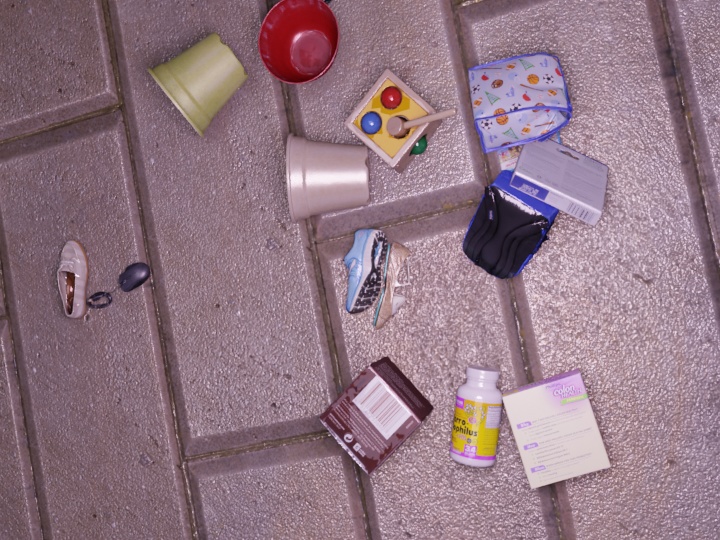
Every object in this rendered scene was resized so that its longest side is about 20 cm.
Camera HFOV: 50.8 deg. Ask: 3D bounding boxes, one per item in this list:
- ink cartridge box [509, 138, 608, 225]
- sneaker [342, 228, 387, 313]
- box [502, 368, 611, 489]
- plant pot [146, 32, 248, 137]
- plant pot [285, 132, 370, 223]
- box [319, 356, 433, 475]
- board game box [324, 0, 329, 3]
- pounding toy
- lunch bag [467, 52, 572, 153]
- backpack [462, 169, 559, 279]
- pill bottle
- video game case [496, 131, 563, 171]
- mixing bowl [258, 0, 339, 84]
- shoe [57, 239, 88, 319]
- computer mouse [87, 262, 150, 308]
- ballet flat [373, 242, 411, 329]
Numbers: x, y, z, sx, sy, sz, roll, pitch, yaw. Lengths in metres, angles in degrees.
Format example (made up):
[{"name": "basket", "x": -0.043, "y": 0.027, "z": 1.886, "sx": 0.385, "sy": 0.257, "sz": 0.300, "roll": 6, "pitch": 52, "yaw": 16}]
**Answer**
[{"name": "ink cartridge box", "x": 0.422, "y": -0.199, "z": 1.600, "sx": 0.196, "sy": 0.201, "sz": 0.041, "roll": 26, "pitch": 131, "yaw": 5}, {"name": "sneaker", "x": 0.000, "y": 0.000, "z": 1.760, "sx": 0.089, "sy": 0.078, "sz": 0.205, "roll": 18, "pitch": 96, "yaw": 37}, {"name": "box", "x": 0.417, "y": 0.336, "z": 1.625, "sx": 0.172, "sy": 0.097, "sz": 0.204, "roll": -19, "pitch": 85, "yaw": 13}, {"name": "plant pot", "x": -0.375, "y": -0.457, "z": 1.806, "sx": 0.184, "sy": 0.200, "sz": 0.201, "roll": -41, "pitch": 80, "yaw": -2}, {"name": "plant pot", "x": -0.068, "y": -0.212, "z": 1.725, "sx": 0.179, "sy": 0.200, "sz": 0.206, "roll": -2, "pitch": 88, "yaw": 2}, {"name": "box", "x": 0.040, "y": 0.313, "z": 1.665, "sx": 0.166, "sy": 0.200, "sz": 0.165, "roll": 45, "pitch": 99, "yaw": 11}, {"name": "board game box", "x": -0.094, "y": -0.715, "z": 1.813, "sx": 0.199, "sy": 0.028, "sz": 0.136, "roll": -38, "pitch": 80, "yaw": 11}, {"name": "pounding toy", "x": 0.095, "y": -0.333, "z": 1.698, "sx": 0.200, "sy": 0.142, "sz": 0.185, "roll": 42, "pitch": 98, "yaw": 11}, {"name": "lunch bag", "x": 0.339, "y": -0.360, "z": 1.606, "sx": 0.196, "sy": 0.124, "sz": 0.173, "roll": -14, "pitch": 55, "yaw": 16}, {"name": "backpack", "x": 0.326, "y": -0.092, "z": 1.627, "sx": 0.161, "sy": 0.167, "sz": 0.202, "roll": 35, "pitch": 129, "yaw": 16}, {"name": "pill bottle", "x": 0.256, "y": 0.317, "z": 1.661, "sx": 0.102, "sy": 0.104, "sz": 0.205, "roll": 7, "pitch": 90, "yaw": 14}, {"name": "video game case", "x": 0.363, "y": -0.332, "z": 1.696, "sx": 0.140, "sy": 0.018, "sz": 0.205, "roll": -13, "pitch": 85, "yaw": 13}, {"name": "mixing bowl", "x": -0.131, "y": -0.526, "z": 1.776, "sx": 0.195, "sy": 0.108, "sz": 0.206, "roll": 0, "pitch": 89, "yaw": 13}, {"name": "shoe", "x": -0.736, "y": 0.022, "z": 1.939, "sx": 0.068, "sy": 0.053, "sz": 0.205, "roll": -6, "pitch": 87, "yaw": 13}, {"name": "computer mouse", "x": -0.616, "y": 0.040, "z": 1.920, "sx": 0.198, "sy": 0.034, "sz": 0.059, "roll": -32, "pitch": 82, "yaw": 11}, {"name": "ballet flat", "x": 0.077, "y": 0.040, "z": 1.733, "sx": 0.064, "sy": 0.071, "sz": 0.205, "roll": 11, "pitch": 94, "yaw": 3}]
